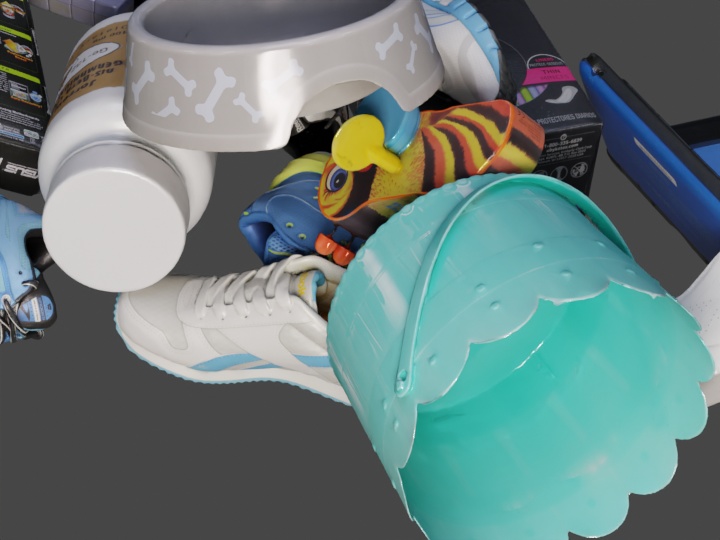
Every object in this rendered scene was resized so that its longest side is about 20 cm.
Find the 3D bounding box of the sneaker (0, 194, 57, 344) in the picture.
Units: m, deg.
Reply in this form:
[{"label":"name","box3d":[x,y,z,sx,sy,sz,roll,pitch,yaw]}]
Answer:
[{"label":"sneaker","box3d":[-0.234,0.020,1.102,0.089,0.079,0.201,13,43,2]}]

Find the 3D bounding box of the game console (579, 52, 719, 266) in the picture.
[{"label":"game console","box3d":[0.263,-0.072,1.236,0.118,0.171,0.200,-35,51,-3]}]

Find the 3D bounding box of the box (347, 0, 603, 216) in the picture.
[{"label":"box","box3d":[0.074,-0.116,1.261,0.121,0.107,0.201,-10,45,-16]}]

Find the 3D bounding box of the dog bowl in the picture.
[{"label":"dog bowl","box3d":[-0.050,-0.135,1.073,0.198,0.059,0.200,-6,26,3]}]

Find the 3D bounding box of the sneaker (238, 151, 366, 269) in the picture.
[{"label":"sneaker","box3d":[0.000,0.000,1.156,0.105,0.076,0.199,-31,47,-33]}]

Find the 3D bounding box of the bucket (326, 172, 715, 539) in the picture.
[{"label":"bucket","box3d":[0.086,0.053,1.019,0.206,0.209,0.135,-15,42,-21]}]

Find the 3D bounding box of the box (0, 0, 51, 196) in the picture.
[{"label":"box","box3d":[-0.317,-0.150,1.242,0.199,0.048,0.194,14,35,-31]}]

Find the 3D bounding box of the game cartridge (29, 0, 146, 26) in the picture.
[{"label":"game cartridge","box3d":[-0.204,-0.272,1.453,0.129,0.039,0.200,23,45,11]}]

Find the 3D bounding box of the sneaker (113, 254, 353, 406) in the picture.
[{"label":"sneaker","box3d":[-0.056,0.026,1.112,0.198,0.081,0.077,8,44,5]}]

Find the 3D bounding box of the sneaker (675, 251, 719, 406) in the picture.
[{"label":"sneaker","box3d":[0.256,0.016,1.096,0.199,0.075,0.089,-20,63,19]}]

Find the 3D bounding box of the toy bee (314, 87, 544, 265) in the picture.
[{"label":"toy bee","box3d":[0.022,-0.052,1.097,0.130,0.200,0.110,24,80,-22]}]

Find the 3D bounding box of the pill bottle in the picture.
[{"label":"pill bottle","box3d":[-0.150,-0.077,1.167,0.113,0.115,0.201,4,33,-2]}]

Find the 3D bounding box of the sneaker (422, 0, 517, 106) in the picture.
[{"label":"sneaker","box3d":[0.030,-0.150,1.180,0.086,0.075,0.200,-30,47,-10]}]

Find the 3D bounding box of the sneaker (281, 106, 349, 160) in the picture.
[{"label":"sneaker","box3d":[-0.057,-0.141,1.223,0.073,0.200,0.081,-24,51,17]}]
